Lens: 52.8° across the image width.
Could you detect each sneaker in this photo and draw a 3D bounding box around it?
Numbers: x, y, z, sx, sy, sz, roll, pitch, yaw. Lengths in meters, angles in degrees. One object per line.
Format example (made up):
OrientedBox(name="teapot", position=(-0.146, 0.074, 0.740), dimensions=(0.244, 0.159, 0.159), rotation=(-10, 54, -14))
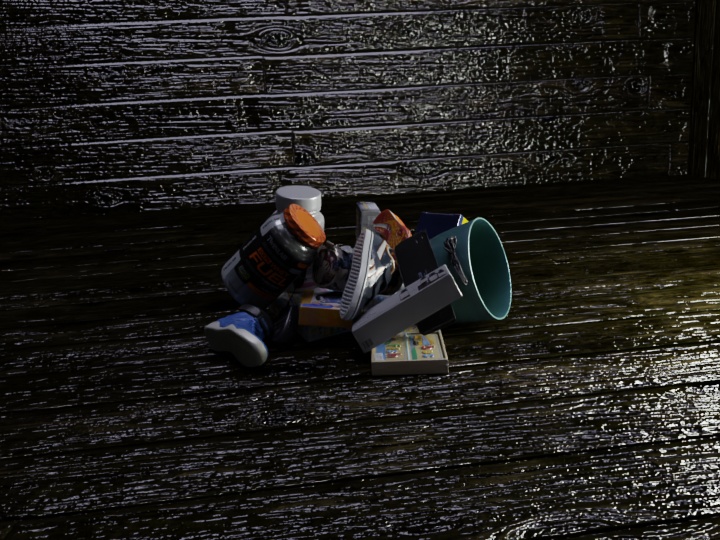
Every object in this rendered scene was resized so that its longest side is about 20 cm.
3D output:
OrientedBox(name="sneaker", position=(0.019, 0.015, 1.349), dimensions=(0.079, 0.202, 0.078), rotation=(26, -38, -15))
OrientedBox(name="sneaker", position=(-0.198, 0.114, 1.334), dimensions=(0.110, 0.078, 0.199), rotation=(-28, 18, -31))
OrientedBox(name="sneaker", position=(0.085, -0.059, 1.492), dimensions=(0.073, 0.077, 0.201), rotation=(-42, 30, 17))

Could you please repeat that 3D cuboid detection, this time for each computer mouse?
OrientedBox(name="computer mouse", position=(-0.131, 0.066, 1.424), dimensions=(0.034, 0.202, 0.058), rotation=(32, -38, -24))

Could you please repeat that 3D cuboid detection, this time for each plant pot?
OrientedBox(name="plant pot", position=(0.191, 0.014, 1.460), dimensions=(0.159, 0.204, 0.200), rotation=(-15, 5, 31))

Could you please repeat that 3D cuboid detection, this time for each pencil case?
OrientedBox(name="pencil case", position=(0.000, 0.000, 1.458), dimensions=(0.198, 0.091, 0.078), rotation=(8, 23, -41))

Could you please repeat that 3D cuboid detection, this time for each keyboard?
OrientedBox(name="keyboard", position=(0.140, 0.011, 1.352), dimensions=(0.126, 0.203, 0.021), rotation=(-26, -31, 18))

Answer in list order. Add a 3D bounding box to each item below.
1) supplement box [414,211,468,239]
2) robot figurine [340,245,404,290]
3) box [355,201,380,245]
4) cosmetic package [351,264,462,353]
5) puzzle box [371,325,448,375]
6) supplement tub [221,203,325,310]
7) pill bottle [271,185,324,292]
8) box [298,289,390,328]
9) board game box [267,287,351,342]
OrientedBox(name="supplement box", position=(0.215, -0.042, 1.664), dimensions=(0.108, 0.111, 0.199), rotation=(8, -17, 37))
OrientedBox(name="robot figurine", position=(0.005, 0.012, 1.605), dimensions=(0.197, 0.171, 0.114), rotation=(13, 51, -8))
OrientedBox(name="box", position=(0.016, -0.055, 1.756), dimensions=(0.047, 0.204, 0.159), rotation=(0, 14, -4))
OrientedBox(name="cosmetic package", position=(0.079, 0.065, 1.282), dimensions=(0.198, 0.051, 0.083), rotation=(-31, 8, 6))
OrientedBox(name="puzzle box", position=(0.085, 0.139, 1.296), dimensions=(0.130, 0.026, 0.200), rotation=(-2, 13, 1))
OrientedBox(name="supplement tub", position=(-0.168, -0.027, 1.414), dimensions=(0.200, 0.123, 0.122), rotation=(-44, 0, 20))
OrientedBox(name="pill bottle", position=(-0.133, -0.068, 1.525), dimensions=(0.111, 0.203, 0.114), rotation=(4, 22, -2))
OrientedBox(name="box", position=(-0.016, 0.076, 1.399), dimensions=(0.196, 0.042, 0.119), rotation=(2, 14, 0))
OrientedBox(name="board game box", position=(-0.101, 0.076, 1.498), dimensions=(0.133, 0.035, 0.199), rotation=(-12, 28, -33))
